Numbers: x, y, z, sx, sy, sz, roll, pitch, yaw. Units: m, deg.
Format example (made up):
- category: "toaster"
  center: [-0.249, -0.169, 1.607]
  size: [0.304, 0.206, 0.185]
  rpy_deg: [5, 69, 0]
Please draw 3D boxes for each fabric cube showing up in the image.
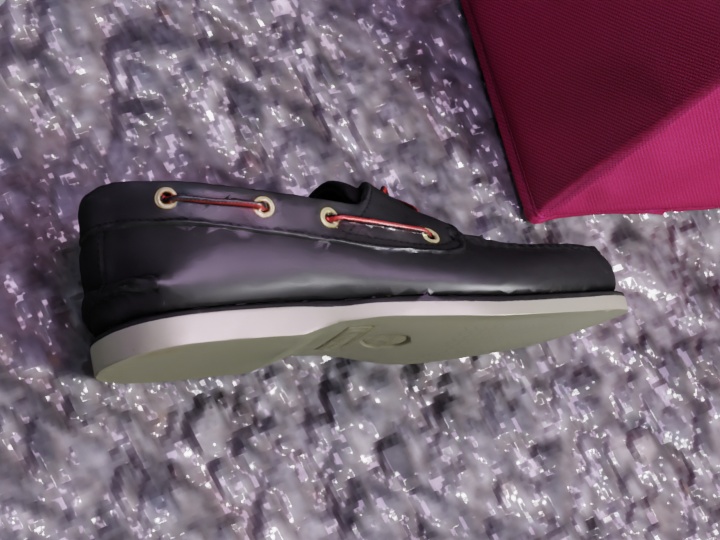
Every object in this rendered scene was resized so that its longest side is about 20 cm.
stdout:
- category: "fabric cube"
  center: [0.159, -0.148, 1.052]
  size: [0.199, 0.199, 0.197]
  rpy_deg: [-4, 68, -37]

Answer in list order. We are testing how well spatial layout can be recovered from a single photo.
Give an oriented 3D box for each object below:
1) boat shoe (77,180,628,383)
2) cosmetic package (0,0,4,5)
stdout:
- category: "boat shoe"
  center: [0.001, -0.001, 0.939]
  size: [0.200, 0.074, 0.063]
  rpy_deg: [0, 73, -31]
- category: "cosmetic package"
  center: [-0.194, -0.156, 0.890]
  size: [0.102, 0.074, 0.200]
  rpy_deg: [-33, 84, -43]
